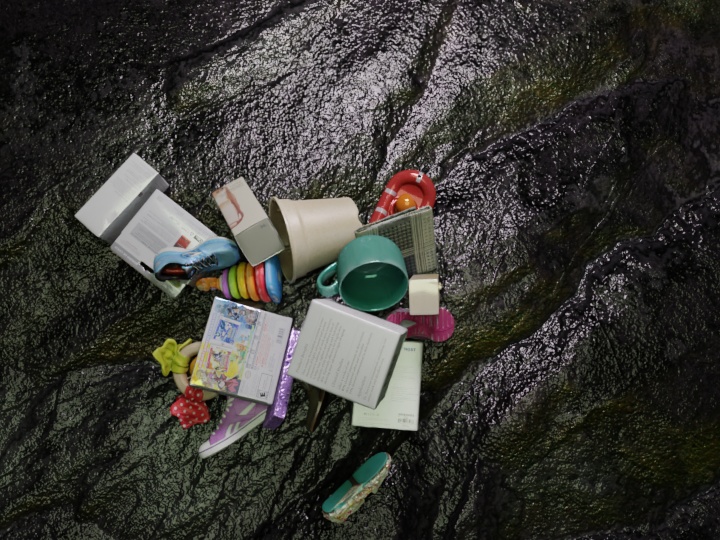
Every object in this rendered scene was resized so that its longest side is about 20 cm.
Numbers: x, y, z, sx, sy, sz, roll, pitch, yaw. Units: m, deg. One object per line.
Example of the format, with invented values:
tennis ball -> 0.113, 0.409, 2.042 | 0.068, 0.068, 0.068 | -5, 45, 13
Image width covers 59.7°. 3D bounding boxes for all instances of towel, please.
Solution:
towel -> 0.087, -0.054, 1.468 | 0.191, 0.201, 0.035 | -18, 44, -7

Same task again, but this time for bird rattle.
bird rattle -> -0.369, 0.238, 1.398 | 0.162, 0.113, 0.201 | -27, 79, 10

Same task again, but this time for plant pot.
plant pot -> -0.098, -0.089, 1.457 | 0.182, 0.200, 0.202 | -14, 82, -17

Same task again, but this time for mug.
mug -> 0.009, -0.006, 1.376 | 0.184, 0.152, 0.115 | 14, 39, -21

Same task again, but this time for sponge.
sponge -> -0.172, 0.244, 1.396 | 0.030, 0.112, 0.201 | 17, 60, -12

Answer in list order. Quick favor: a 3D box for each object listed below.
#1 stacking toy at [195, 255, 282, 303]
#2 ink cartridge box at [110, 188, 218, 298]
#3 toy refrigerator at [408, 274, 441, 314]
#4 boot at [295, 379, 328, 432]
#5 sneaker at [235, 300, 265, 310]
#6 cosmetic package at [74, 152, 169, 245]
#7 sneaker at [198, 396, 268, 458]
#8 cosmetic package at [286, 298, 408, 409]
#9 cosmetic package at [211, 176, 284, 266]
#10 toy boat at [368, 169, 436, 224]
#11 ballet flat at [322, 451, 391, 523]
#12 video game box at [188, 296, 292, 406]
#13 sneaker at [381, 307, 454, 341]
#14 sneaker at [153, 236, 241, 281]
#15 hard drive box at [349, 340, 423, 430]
stacking toy -> -0.285, 0.026, 1.455 | 0.198, 0.116, 0.111 | -6, 68, 2
ink cartridge box -> -0.445, -0.055, 1.468 | 0.200, 0.084, 0.176 | 38, 82, 3
toy refrigerator -> 0.149, 0.051, 1.417 | 0.069, 0.200, 0.077 | -1, 92, 8
boot -> -0.119, 0.266, 1.453 | 0.096, 0.075, 0.201 | 12, 71, 9
sneaker -> -0.288, 0.166, 1.463 | 0.075, 0.070, 0.201 | 18, 77, 20
cosmetic package -> -0.554, -0.163, 1.465 | 0.081, 0.113, 0.200 | 38, 82, 3
sneaker -> -0.298, 0.331, 1.426 | 0.200, 0.073, 0.115 | -34, 83, -20
cosmetic package -> -0.023, 0.170, 1.335 | 0.199, 0.166, 0.169 | 21, 92, 10
cosmetic package -> -0.258, -0.114, 1.430 | 0.087, 0.104, 0.200 | -30, 42, -7
toy boat -> 0.105, -0.148, 1.497 | 0.130, 0.131, 0.201 | 25, 80, 0
ballet flat -> -0.001, 0.496, 1.427 | 0.200, 0.076, 0.064 | -39, 116, -5
video game box -> -0.261, 0.178, 1.378 | 0.181, 0.047, 0.201 | 19, 66, -15
sneaker -> 0.130, 0.123, 1.482 | 0.199, 0.088, 0.082 | 6, 89, -26
sneaker -> -0.355, -0.010, 1.370 | 0.198, 0.090, 0.079 | -13, 123, 2
hard drive box -> 0.059, 0.261, 1.455 | 0.155, 0.077, 0.202 | 6, 81, -3
